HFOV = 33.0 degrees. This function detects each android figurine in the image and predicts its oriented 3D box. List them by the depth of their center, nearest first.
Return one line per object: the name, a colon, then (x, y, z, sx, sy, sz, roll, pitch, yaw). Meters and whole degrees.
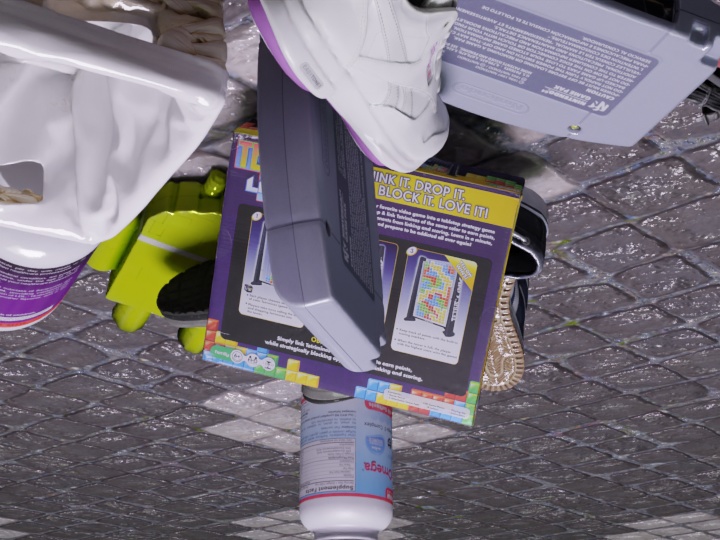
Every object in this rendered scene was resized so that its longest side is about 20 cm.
android figurine: (-0.129, -0.006, 0.983, 0.180, 0.041, 0.201, 19, 137, -18)

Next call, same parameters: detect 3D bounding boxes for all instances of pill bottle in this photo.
pill bottle: (-0.238, -0.038, 0.857, 0.111, 0.114, 0.200, 11, 155, -24)
pill bottle: (-0.016, 0.235, 1.386, 0.107, 0.203, 0.109, 0, 158, 0)

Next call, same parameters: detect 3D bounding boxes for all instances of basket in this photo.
basket: (-0.165, -0.115, 0.665, 0.134, 0.125, 0.200, 12, 153, -27)

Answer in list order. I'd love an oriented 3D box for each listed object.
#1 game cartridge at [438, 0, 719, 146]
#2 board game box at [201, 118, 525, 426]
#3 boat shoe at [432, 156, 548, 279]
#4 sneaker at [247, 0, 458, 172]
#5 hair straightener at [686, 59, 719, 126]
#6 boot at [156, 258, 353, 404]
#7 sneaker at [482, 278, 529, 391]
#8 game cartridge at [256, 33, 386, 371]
game cartridge: (0.095, -0.134, 0.701, 0.197, 0.041, 0.133, 17, 150, -13)
board game box: (0.000, 0.000, 0.832, 0.197, 0.168, 0.057, 13, -164, 8)
boat shoe: (0.039, -0.038, 0.877, 0.197, 0.068, 0.072, 16, 136, -6)
sneaker: (0.022, -0.115, 0.640, 0.099, 0.076, 0.200, -32, 158, 12)
hair straightener: (0.242, -0.109, 0.789, 0.198, 0.042, 0.077, 13, 153, -27)
boot: (-0.052, 0.055, 0.945, 0.197, 0.068, 0.132, -6, 125, 9)
sneaker: (0.103, -0.010, 1.002, 0.069, 0.109, 0.202, -2, 127, 10)
game cartridge: (-0.022, -0.056, 0.705, 0.040, 0.203, 0.134, -9, 155, 10)
